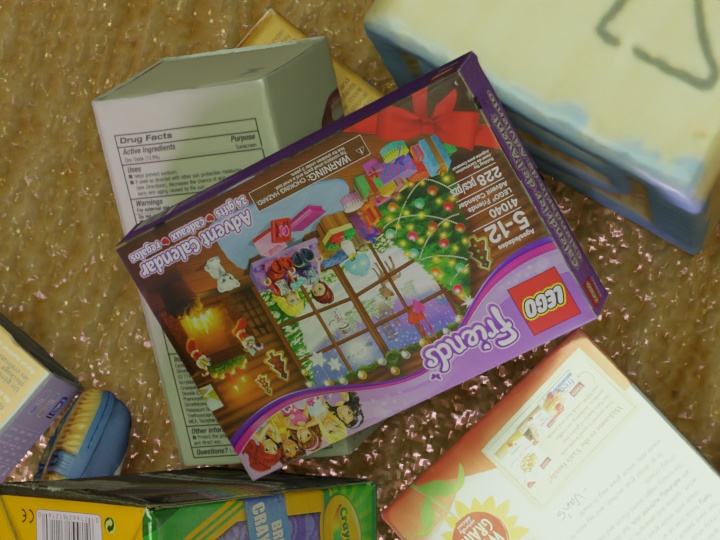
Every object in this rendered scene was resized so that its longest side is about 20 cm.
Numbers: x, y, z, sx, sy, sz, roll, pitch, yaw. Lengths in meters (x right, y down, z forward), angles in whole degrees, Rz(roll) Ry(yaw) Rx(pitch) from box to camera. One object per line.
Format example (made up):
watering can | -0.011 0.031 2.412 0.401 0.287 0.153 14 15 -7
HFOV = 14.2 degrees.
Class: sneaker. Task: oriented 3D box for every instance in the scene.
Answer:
sneaker | -0.141 0.165 1.529 0.088 0.075 0.200 14 87 -9

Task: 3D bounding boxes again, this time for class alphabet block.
alphabet block | 0.137 -0.149 1.463 0.195 0.196 0.200 30 87 7

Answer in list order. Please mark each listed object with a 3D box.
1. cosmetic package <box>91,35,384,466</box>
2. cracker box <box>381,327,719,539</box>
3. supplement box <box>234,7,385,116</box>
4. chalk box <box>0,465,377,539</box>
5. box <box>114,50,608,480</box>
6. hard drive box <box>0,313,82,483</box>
cosmetic package | -0.054 -0.009 1.477 0.103 0.087 0.200 -4 108 25
cracker box | 0.126 0.145 1.383 0.134 0.058 0.200 -43 77 3
supplement box | 0.013 -0.053 1.531 0.200 0.067 0.069 36 88 9
chalk box | -0.071 0.166 1.453 0.124 0.200 0.124 2 91 45
box | 0.000 0.000 1.392 0.200 0.039 0.137 -27 101 21
hard drive box | -0.274 0.085 1.542 0.156 0.077 0.200 39 89 10
